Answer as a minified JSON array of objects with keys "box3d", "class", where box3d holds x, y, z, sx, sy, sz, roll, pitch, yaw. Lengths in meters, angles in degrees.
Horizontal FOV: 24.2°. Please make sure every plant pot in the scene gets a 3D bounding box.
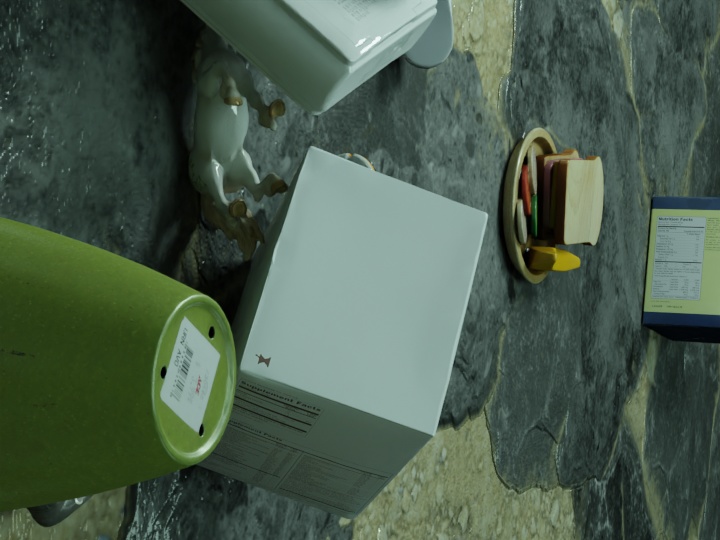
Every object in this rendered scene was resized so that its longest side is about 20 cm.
[{"box3d":[-0.179,0.056,0.942,0.187,0.199,0.188,3,90,-66],"class":"plant pot"}]

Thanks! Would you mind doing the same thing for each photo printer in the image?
[{"box3d":[-0.058,-0.218,1.229,0.069,0.200,0.166,-51,176,37],"class":"photo printer"}]

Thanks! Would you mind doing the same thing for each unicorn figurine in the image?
[{"box3d":[-0.095,-0.121,1.251,0.074,0.137,0.200,11,106,-29],"class":"unicorn figurine"}]

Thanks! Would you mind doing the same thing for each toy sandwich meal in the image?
[{"box3d":[0.231,-0.076,1.999,0.205,0.070,0.206,2,90,-66],"class":"toy sandwich meal"}]

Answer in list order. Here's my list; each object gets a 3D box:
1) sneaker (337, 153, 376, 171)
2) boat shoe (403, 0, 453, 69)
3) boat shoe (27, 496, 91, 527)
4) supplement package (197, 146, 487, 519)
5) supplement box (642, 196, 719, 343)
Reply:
[{"box3d":[0.000,0.000,1.490,0.077,0.078,0.201,21,73,-71],"class":"sneaker"},{"box3d":[0.062,-0.294,1.627,0.070,0.071,0.201,-150,-123,-87],"class":"boat shoe"},{"box3d":[-0.167,0.101,1.131,0.200,0.067,0.057,-39,117,-51],"class":"boat shoe"},{"box3d":[-0.020,0.052,1.260,0.200,0.147,0.192,124,-16,-61],"class":"supplement package"},{"box3d":[0.532,0.002,2.599,0.200,0.134,0.200,23,72,-64],"class":"supplement box"}]
